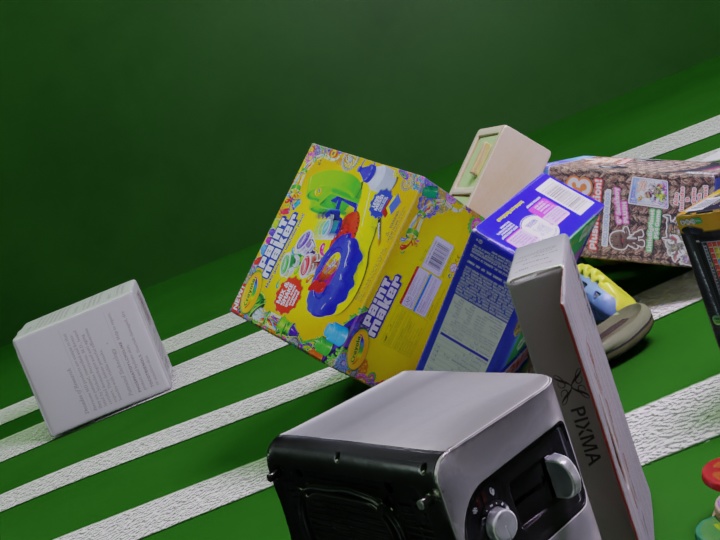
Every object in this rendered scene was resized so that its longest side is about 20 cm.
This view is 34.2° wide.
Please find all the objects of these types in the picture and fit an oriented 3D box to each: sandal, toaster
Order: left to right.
[{"bbox_3d":[0.046,0.162,0.667,0.118,0.182,0.199,-25,11,-34],"label":"toaster"},{"bbox_3d":[0.196,0.076,1.122,0.200,0.058,0.080,-33,13,-27],"label":"sandal"},{"bbox_3d":[0.225,0.037,1.278,0.087,0.079,0.200,-55,22,-7],"label":"sandal"}]

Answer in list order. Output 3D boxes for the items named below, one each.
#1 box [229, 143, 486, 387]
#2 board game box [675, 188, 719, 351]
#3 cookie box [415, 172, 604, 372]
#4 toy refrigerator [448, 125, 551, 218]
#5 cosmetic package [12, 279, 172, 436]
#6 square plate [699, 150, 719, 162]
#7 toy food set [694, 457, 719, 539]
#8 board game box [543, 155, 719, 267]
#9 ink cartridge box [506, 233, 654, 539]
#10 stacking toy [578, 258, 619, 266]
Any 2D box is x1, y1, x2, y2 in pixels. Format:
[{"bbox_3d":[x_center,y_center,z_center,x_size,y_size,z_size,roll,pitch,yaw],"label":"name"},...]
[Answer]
[{"bbox_3d":[0.000,0.000,1.200,0.192,0.122,0.201,22,84,50],"label":"box"},{"bbox_3d":[0.350,-0.006,0.916,0.199,0.167,0.057,-28,10,-31],"label":"board game box"},{"bbox_3d":[0.139,0.030,1.124,0.075,0.201,0.171,31,35,17],"label":"cookie box"},{"bbox_3d":[0.122,-0.052,1.260,0.201,0.070,0.076,-64,16,-5],"label":"toy refrigerator"},{"bbox_3d":[-0.421,0.134,1.864,0.198,0.168,0.167,-22,9,-5],"label":"cosmetic package"},{"bbox_3d":[0.622,-0.187,1.688,0.197,0.029,0.200,-26,10,-15],"label":"square plate"},{"bbox_3d":[0.294,0.125,0.686,0.199,0.049,0.198,-25,10,-14],"label":"toy food set"},{"bbox_3d":[0.311,-0.069,1.299,0.198,0.098,0.159,6,12,30],"label":"board game box"},{"bbox_3d":[0.142,0.093,0.746,0.043,0.202,0.174,-17,10,16],"label":"ink cartridge box"},{"bbox_3d":[0.305,-0.039,1.473,0.085,0.086,0.199,-28,17,-32],"label":"stacking toy"}]
